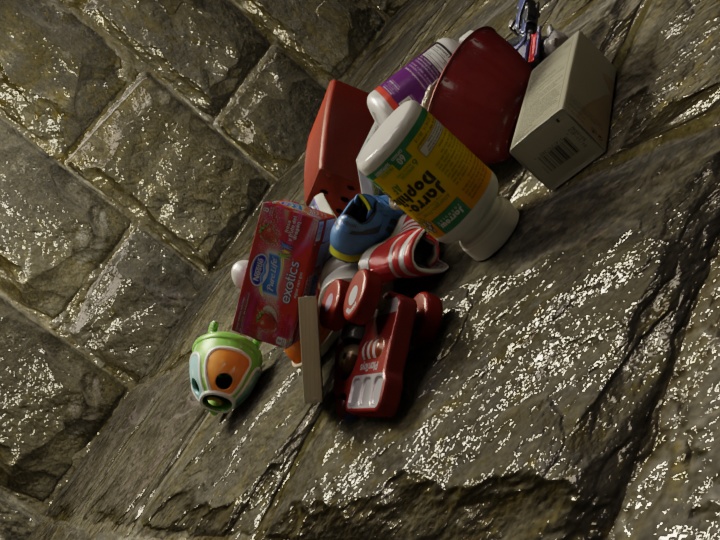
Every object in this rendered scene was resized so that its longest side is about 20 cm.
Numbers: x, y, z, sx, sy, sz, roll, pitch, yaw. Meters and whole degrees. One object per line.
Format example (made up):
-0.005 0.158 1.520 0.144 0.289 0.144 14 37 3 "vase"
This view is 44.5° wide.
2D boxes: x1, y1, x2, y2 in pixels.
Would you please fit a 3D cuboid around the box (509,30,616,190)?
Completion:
0.257 -0.204 1.101 0.095 0.077 0.201 -38 19 42 "box"

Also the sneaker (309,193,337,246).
-0.102 -0.052 1.529 0.145 0.081 0.200 -32 24 3 "sneaker"

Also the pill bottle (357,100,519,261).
0.101 -0.107 1.102 0.113 0.199 0.113 -46 15 16 "pill bottle"

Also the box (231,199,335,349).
-0.114 0.003 1.322 0.100 0.094 0.203 -27 -46 -75 "box"

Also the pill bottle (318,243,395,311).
0.000 0.000 1.336 0.114 0.113 0.201 -43 17 28 "pill bottle"

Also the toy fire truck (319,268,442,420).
0.010 0.101 1.100 0.199 0.111 0.171 -22 50 65 "toy fire truck"

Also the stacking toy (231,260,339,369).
-0.125 0.049 1.432 0.146 0.199 0.147 -46 15 16 "stacking toy"

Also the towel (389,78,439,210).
0.107 -0.187 1.306 0.132 0.034 0.203 -18 -47 -57 "towel"

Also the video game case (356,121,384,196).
0.038 -0.150 1.494 0.022 0.202 0.183 3 39 17 "video game case"

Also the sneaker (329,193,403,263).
0.020 -0.082 1.292 0.200 0.065 0.080 -40 -31 -54 "sneaker"

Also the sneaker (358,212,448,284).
0.092 -0.043 1.248 0.111 0.072 0.200 -12 22 41 "sneaker"

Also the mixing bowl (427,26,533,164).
0.187 -0.229 1.242 0.200 0.107 0.202 -45 -28 -32 "mixing bowl"

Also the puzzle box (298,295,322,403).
-0.066 0.109 1.191 0.200 0.025 0.136 110 155 -84 "puzzle box"

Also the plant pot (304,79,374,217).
-0.010 -0.204 1.677 0.200 0.197 0.178 122 167 -58 "plant pot"

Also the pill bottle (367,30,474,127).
0.115 -0.284 1.377 0.199 0.113 0.112 -37 14 -2 "pill bottle"

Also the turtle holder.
-0.267 0.196 1.650 0.184 0.140 0.134 -27 43 39 "turtle holder"

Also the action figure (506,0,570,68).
0.269 -0.352 1.396 0.193 0.103 0.204 2 79 67 "action figure"
